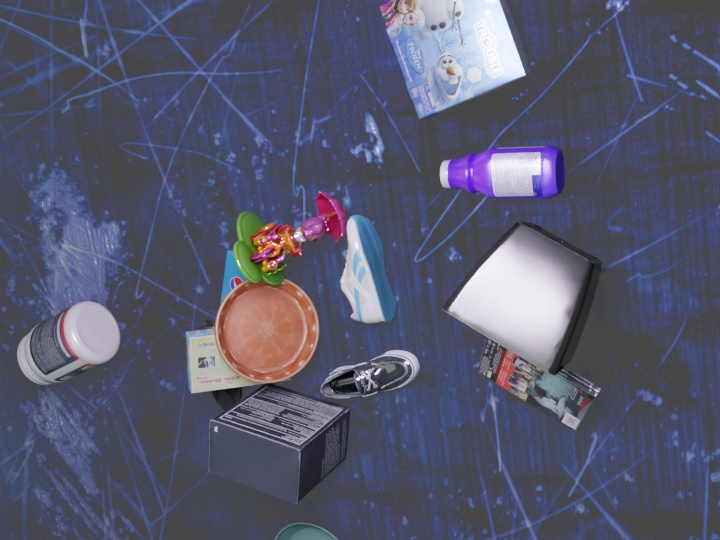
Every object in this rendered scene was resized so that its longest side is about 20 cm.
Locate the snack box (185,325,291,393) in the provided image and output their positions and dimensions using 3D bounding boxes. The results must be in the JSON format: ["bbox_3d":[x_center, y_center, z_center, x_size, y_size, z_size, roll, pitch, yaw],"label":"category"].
[{"bbox_3d":[-0.233,0.166,1.764,0.037,0.199,0.117,-138,46,-63],"label":"snack box"}]

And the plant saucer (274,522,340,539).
[{"bbox_3d":[-0.090,0.605,1.889,0.199,0.036,0.201,8,107,26],"label":"plant saucer"}]

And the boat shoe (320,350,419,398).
[{"bbox_3d":[0.014,0.200,1.704,0.199,0.068,0.072,-13,98,30],"label":"boat shoe"}]

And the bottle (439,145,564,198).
[{"bbox_3d":[0.230,-0.159,1.494,0.199,0.065,0.084,1,103,27],"label":"bottle"}]

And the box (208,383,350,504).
[{"bbox_3d":[-0.155,0.326,1.752,0.199,0.198,0.124,13,109,24],"label":"box"}]

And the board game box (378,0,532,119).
[{"bbox_3d":[0.152,-0.376,1.488,0.198,0.043,0.201,-19,94,29],"label":"board game box"}]

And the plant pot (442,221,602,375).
[{"bbox_3d":[0.278,0.031,1.457,0.200,0.199,0.178,32,102,17],"label":"plant pot"}]

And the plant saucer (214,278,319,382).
[{"bbox_3d":[-0.177,0.111,1.731,0.201,0.200,0.032,69,161,-4],"label":"plant saucer"}]

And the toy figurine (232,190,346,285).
[{"bbox_3d":[-0.115,-0.069,1.645,0.184,0.200,0.151,-25,100,18],"label":"toy figurine"}]

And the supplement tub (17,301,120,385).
[{"bbox_3d":[-0.635,0.161,1.990,0.199,0.140,0.141,-24,92,30],"label":"supplement tub"}]

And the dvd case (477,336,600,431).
[{"bbox_3d":[0.294,0.183,1.537,0.200,0.022,0.146,32,152,18],"label":"dvd case"}]

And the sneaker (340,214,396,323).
[{"bbox_3d":[0.000,0.000,1.653,0.080,0.076,0.201,-8,98,31],"label":"sneaker"}]

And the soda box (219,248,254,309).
[{"bbox_3d":[-0.229,0.055,1.793,0.068,0.064,0.201,19,112,22],"label":"soda box"}]

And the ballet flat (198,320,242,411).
[{"bbox_3d":[-0.283,0.195,1.879,0.066,0.057,0.201,-12,105,2],"label":"ballet flat"}]
